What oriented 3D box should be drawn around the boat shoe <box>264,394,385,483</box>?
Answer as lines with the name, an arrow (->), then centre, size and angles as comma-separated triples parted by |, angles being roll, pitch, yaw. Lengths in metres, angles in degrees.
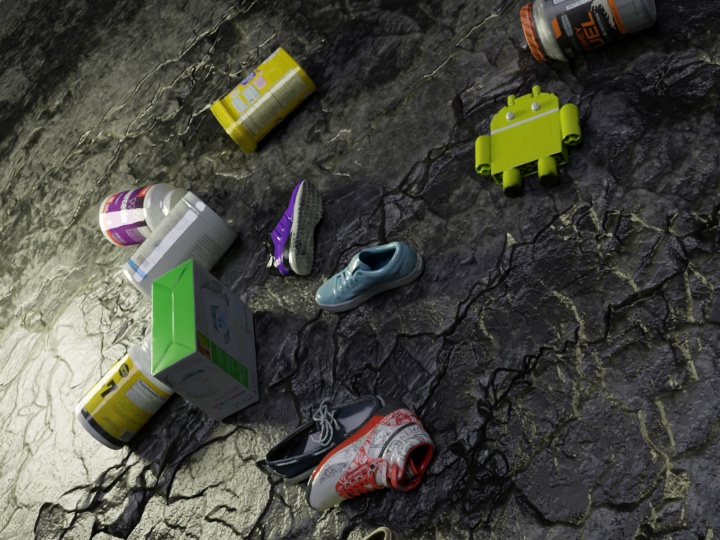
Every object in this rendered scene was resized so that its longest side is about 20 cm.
boat shoe -> -0.053, 0.242, 1.413 | 0.198, 0.062, 0.075 | -31, 42, 14

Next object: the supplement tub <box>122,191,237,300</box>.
supplement tub -> -0.342, -0.033, 1.800 | 0.200, 0.132, 0.132 | -49, 43, -5

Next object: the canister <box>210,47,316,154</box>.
canister -> -0.200, -0.355, 1.969 | 0.200, 0.087, 0.149 | -41, 43, 3

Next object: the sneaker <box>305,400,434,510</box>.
sneaker -> 0.015, 0.282, 1.325 | 0.201, 0.067, 0.108 | -44, 40, -2

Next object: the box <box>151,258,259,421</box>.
box -> -0.261, 0.118, 1.586 | 0.096, 0.176, 0.202 | -28, 45, 18

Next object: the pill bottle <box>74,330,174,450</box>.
pill bottle -> -0.397, 0.207, 1.673 | 0.200, 0.114, 0.114 | -46, 42, -2

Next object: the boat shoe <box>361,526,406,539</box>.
boat shoe -> -0.024, 0.414, 1.257 | 0.200, 0.063, 0.074 | -38, 43, 8

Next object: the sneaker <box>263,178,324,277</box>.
sneaker -> -0.131, -0.075, 1.711 | 0.098, 0.070, 0.203 | -15, 50, 32

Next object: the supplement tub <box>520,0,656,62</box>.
supplement tub -> 0.369, -0.421, 1.544 | 0.198, 0.123, 0.124 | -18, 49, 28

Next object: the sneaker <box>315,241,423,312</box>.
sneaker -> 0.000, 0.000, 1.541 | 0.198, 0.082, 0.075 | -25, 45, 21

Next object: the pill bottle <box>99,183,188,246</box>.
pill bottle -> -0.435, -0.116, 1.950 | 0.198, 0.112, 0.114 | -8, 54, 34

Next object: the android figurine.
android figurine -> 0.269, -0.213, 1.525 | 0.180, 0.041, 0.203 | -16, 52, 29
